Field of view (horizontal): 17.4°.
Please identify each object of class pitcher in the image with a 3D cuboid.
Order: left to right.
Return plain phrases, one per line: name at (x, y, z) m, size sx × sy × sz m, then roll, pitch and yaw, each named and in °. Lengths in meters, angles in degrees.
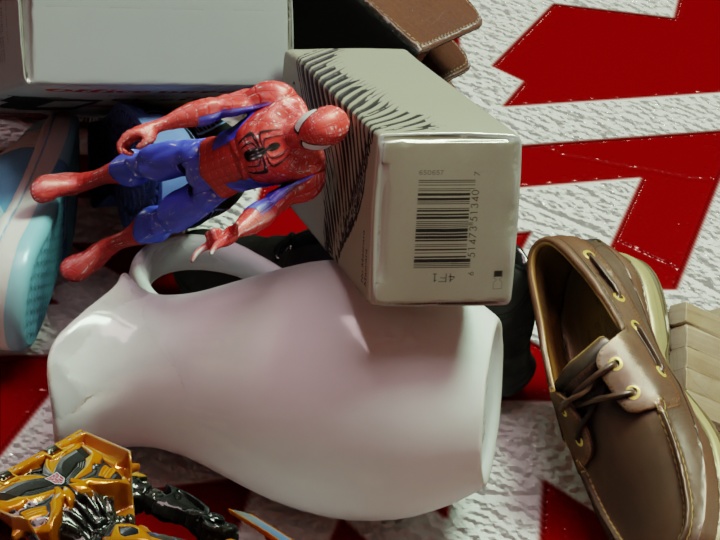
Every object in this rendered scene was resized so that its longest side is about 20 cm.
pitcher at (-0.031, 0.039, 1.130) m, size 0.199 × 0.122 × 0.172 m, roll 5°, pitch 36°, yaw 10°

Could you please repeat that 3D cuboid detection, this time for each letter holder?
letter holder at (-0.018, -0.180, 1.443) m, size 0.200 × 0.101 × 0.142 m, roll 43°, pitch 38°, yaw 14°

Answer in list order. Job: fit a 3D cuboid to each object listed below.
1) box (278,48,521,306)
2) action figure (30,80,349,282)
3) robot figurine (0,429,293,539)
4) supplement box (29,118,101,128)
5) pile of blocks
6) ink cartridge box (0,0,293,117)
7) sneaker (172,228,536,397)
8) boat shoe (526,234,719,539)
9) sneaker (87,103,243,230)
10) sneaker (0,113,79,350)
box at (0.014, -0.048, 1.105) m, size 0.068 × 0.082 × 0.200 m, roll -1°, pitch 15°, yaw -14°
action figure at (-0.092, -0.036, 1.082) m, size 0.200 × 0.065 × 0.099 m, roll -19°, pitch 5°, yaw 41°
robot figurine at (-0.083, 0.131, 0.952) m, size 0.200 × 0.058 × 0.145 m, roll 29°, pitch 35°, yaw 26°
supplement box at (-0.238, -0.149, 1.416) m, size 0.199 × 0.061 × 0.109 m, roll 10°, pitch 32°, yaw -4°
pile of blocks at (0.207, 0.053, 1.251) m, size 0.200 × 0.082 × 0.062 m, roll -10°, pitch -7°, yaw -45°
ink cartridge box at (-0.137, -0.129, 1.250) m, size 0.145 × 0.083 × 0.200 m, roll -1°, pitch 0°, yaw -22°
sneaker at (0.000, 0.000, 1.225) m, size 0.199 × 0.091 × 0.076 m, roll 12°, pitch 32°, yaw 6°
boat shoe at (0.121, 0.065, 1.141) m, size 0.067 × 0.072 × 0.200 m, roll 28°, pitch 35°, yaw -39°
sneaker at (-0.095, -0.057, 1.251) m, size 0.078 × 0.070 × 0.200 m, roll -4°, pitch 8°, yaw -15°
sneaker at (-0.217, -0.033, 1.225) m, size 0.130 × 0.080 × 0.200 m, roll 6°, pitch 25°, yaw 1°
